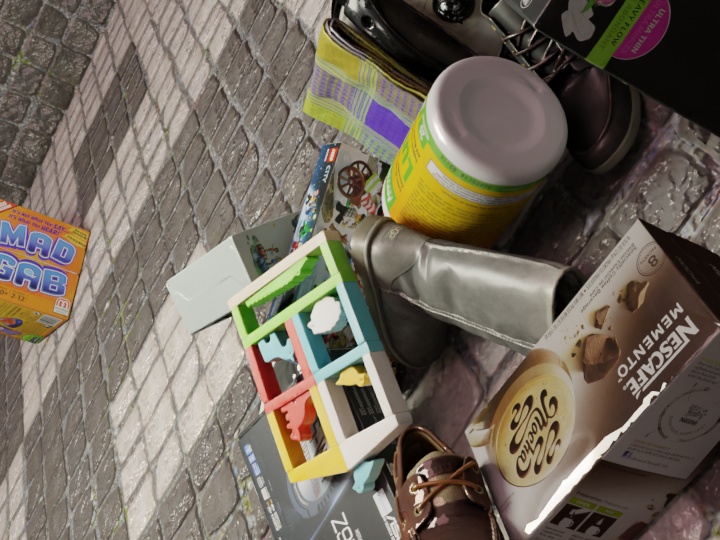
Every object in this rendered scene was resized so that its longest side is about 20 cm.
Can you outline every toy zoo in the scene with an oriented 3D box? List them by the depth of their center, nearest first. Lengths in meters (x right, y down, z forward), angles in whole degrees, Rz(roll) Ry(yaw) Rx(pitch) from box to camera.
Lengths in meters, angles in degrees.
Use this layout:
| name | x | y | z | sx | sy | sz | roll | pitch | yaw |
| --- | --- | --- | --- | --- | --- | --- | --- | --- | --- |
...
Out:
| name | x | y | z | sx | sy | sz | roll | pitch | yaw |
| --- | --- | --- | --- | --- | --- | --- | --- | --- | --- |
| toy zoo | -0.032 | 0.085 | 0.832 | 0.131 | 0.020 | 0.200 | -34 | 69 | 36 |

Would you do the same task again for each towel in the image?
| name | x | y | z | sx | sy | sz | roll | pitch | yaw |
| --- | --- | --- | --- | --- | --- | --- | --- | --- | --- |
| towel | 0.011 | -0.155 | 0.966 | 0.023 | 0.144 | 0.200 | -55 | 1 | -15 |

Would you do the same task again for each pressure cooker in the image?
| name | x | y | z | sx | sy | sz | roll | pitch | yaw |
| --- | --- | --- | --- | --- | --- | --- | --- | --- | --- |
| pressure cooker | 0.061 | -0.258 | 0.945 | 0.179 | 0.175 | 0.200 | 78 | -163 | -50 |

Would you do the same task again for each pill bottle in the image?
| name | x | y | z | sx | sy | sz | roll | pitch | yaw |
| --- | --- | --- | --- | --- | --- | --- | --- | --- | --- |
| pill bottle | 0.081 | -0.074 | 0.844 | 0.200 | 0.111 | 0.111 | 119 | 159 | -60 |

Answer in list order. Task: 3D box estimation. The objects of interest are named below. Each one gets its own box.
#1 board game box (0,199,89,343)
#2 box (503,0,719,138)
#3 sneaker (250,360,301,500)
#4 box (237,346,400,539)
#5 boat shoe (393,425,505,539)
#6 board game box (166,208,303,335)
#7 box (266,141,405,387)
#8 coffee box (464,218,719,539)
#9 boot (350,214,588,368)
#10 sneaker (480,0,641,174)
| name | x | y | z | sx | sy | sz | roll | pitch | yaw |
| --- | --- | --- | --- | --- | --- | --- | --- | --- | --- |
| board game box | -0.701 | 0.006 | 2.083 | 0.200 | 0.200 | 0.200 | -27 | 49 | 50 |
| box | 0.201 | -0.197 | 0.662 | 0.149 | 0.200 | 0.124 | -56 | 32 | 21 |
| sneaker | -0.056 | 0.146 | 1.010 | 0.099 | 0.071 | 0.200 | -48 | 30 | 41 |
| box | -0.018 | 0.190 | 0.872 | 0.160 | 0.043 | 0.200 | -45 | 58 | 37 |
| boat shoe | 0.053 | 0.157 | 0.685 | 0.200 | 0.072 | 0.072 | -103 | -1 | -79 |
| board game box | -0.073 | -0.015 | 1.022 | 0.147 | 0.200 | 0.064 | -26 | 89 | 52 |
| box | 0.000 | 0.000 | 0.943 | 0.038 | 0.136 | 0.200 | 3 | 74 | 59 |
| coffee box | 0.167 | 0.083 | 0.658 | 0.200 | 0.080 | 0.113 | -55 | 30 | 25 |
| boot | 0.096 | 0.038 | 0.804 | 0.200 | 0.182 | 0.073 | 14 | 58 | 35 |
| sneaker | 0.153 | -0.167 | 0.823 | 0.075 | 0.106 | 0.200 | -45 | 37 | 37 |
